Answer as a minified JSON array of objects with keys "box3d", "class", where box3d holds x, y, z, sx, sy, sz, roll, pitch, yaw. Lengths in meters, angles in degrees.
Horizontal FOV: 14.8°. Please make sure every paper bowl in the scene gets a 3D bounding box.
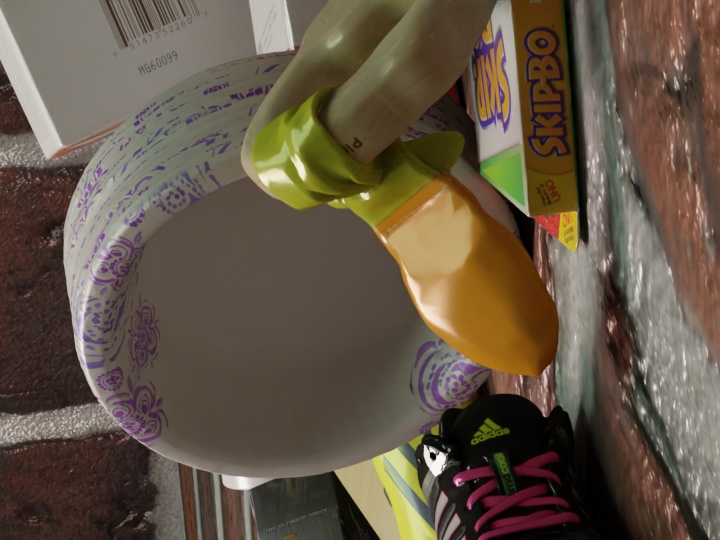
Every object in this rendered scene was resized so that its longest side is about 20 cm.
[{"box3d":[-0.032,-0.012,1.233,0.105,0.200,0.201,-105,11,-48],"class":"paper bowl"}]

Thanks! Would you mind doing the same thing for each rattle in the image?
[{"box3d":[0.037,-0.071,1.110,0.131,0.142,0.200,-59,9,21],"class":"rattle"}]

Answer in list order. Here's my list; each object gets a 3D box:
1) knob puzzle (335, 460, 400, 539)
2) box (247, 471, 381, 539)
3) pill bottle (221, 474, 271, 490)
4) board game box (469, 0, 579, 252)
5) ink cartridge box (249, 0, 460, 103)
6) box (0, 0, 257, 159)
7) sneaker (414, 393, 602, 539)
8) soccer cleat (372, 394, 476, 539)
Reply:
[{"box3d":[-0.005,0.204,1.681,0.219,0.030,0.221,-25,60,52],"class":"knob puzzle"},{"box3d":[0.009,0.219,1.459,0.200,0.048,0.159,58,-167,-48],"class":"box"},{"box3d":[-0.075,0.050,1.962,0.111,0.110,0.201,-136,39,-78],"class":"pill bottle"},{"box3d":[0.061,-0.111,1.106,0.096,0.030,0.201,-127,28,-75],"class":"board game box"},{"box3d":[-0.013,-0.154,1.393,0.147,0.082,0.201,124,137,-79],"class":"ink cartridge box"},{"box3d":[-0.131,-0.143,1.603,0.200,0.152,0.107,-176,61,-82],"class":"box"},{"box3d":[0.059,0.097,1.121,0.200,0.073,0.088,-120,17,-83],"class":"sneaker"},{"box3d":[0.049,0.127,1.353,0.084,0.064,0.201,-11,82,55],"class":"soccer cleat"}]
